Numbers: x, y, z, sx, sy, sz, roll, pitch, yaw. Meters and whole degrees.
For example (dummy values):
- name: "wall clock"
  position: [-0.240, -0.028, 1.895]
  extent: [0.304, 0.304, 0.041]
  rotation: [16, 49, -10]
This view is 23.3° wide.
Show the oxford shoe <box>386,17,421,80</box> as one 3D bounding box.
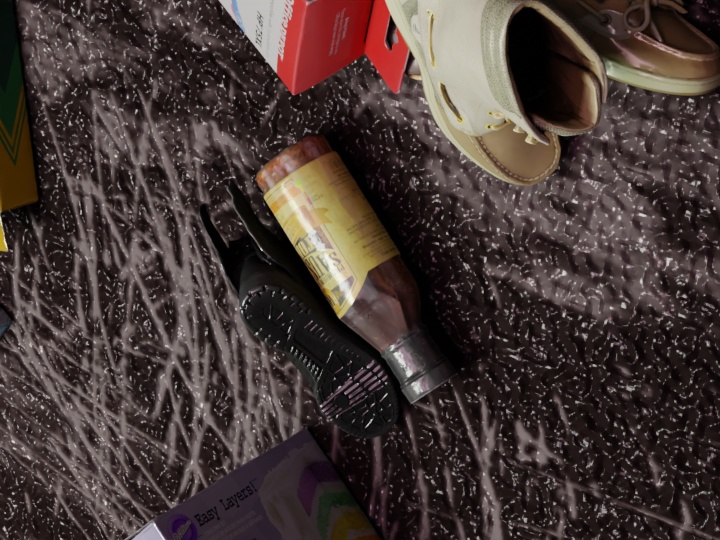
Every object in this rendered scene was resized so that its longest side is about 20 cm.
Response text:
- name: "oxford shoe"
  position: [0.018, -0.223, 1.163]
  extent: [0.071, 0.073, 0.202]
  rotation: [-4, 104, 33]

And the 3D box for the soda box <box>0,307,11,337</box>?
- name: "soda box"
  position: [-0.396, -0.001, 1.515]
  extent: [0.200, 0.063, 0.068]
  rotation: [48, 125, 10]

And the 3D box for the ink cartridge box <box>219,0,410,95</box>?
- name: "ink cartridge box"
  position: [-0.049, -0.204, 1.176]
  extent: [0.201, 0.067, 0.116]
  rotation: [52, 160, 17]

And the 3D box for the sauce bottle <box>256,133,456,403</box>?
- name: "sauce bottle"
  position: [0.000, 0.000, 1.253]
  extent: [0.066, 0.066, 0.201]
  rotation: [-37, 82, 36]

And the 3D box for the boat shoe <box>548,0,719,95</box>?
- name: "boat shoe"
  position: [0.145, -0.178, 1.098]
  extent: [0.200, 0.073, 0.064]
  rotation: [38, 127, 26]

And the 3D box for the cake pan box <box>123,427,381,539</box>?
- name: "cake pan box"
  position: [-0.059, 0.233, 1.287]
  extent: [0.052, 0.199, 0.185]
  rotation: [-42, 79, 38]

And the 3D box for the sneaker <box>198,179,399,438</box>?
- name: "sneaker"
  position: [-0.044, 0.031, 1.293]
  extent: [0.060, 0.104, 0.200]
  rotation: [-37, 120, 11]

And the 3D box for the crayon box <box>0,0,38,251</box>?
- name: "crayon box"
  position: [-0.335, -0.121, 1.443]
  extent: [0.126, 0.051, 0.202]
  rotation: [5, 108, 32]

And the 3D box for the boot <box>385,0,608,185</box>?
- name: "boot"
  position: [0.099, -0.108, 1.073]
  extent: [0.155, 0.072, 0.201]
  rotation: [41, 167, 53]
